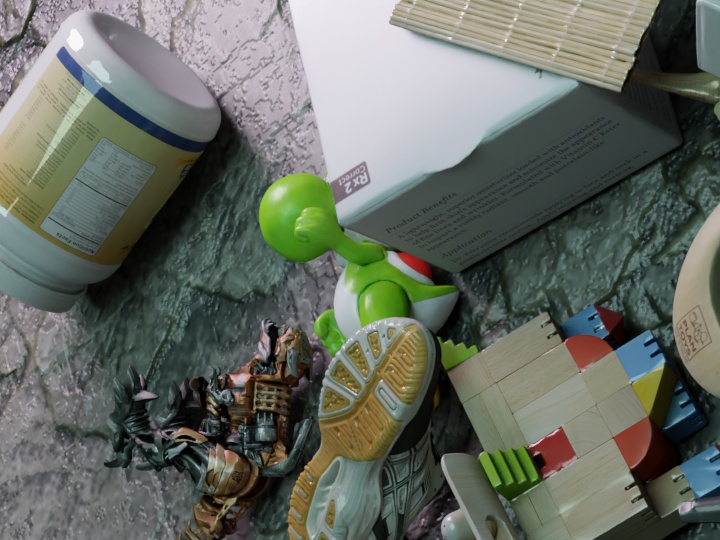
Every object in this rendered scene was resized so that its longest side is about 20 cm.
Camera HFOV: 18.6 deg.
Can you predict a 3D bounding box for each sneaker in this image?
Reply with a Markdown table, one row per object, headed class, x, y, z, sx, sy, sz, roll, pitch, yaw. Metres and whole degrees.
| class | x | y | z | sx | sy | sz | roll | pitch | yaw |
| --- | --- | --- | --- | --- | --- | --- | --- | --- | --- |
| sneaker | 0.019 | 0.109 | 1.425 | 0.076 | 0.087 | 0.201 | 54 | 135 | 38 |

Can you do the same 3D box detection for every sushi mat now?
| class | x | y | z | sx | sy | sz | roll | pitch | yaw |
| --- | --- | --- | --- | --- | --- | --- | --- | --- | --- |
| sushi mat | 0.104 | -0.175 | 1.350 | 0.199 | 0.012 | 0.096 | 22 | 90 | 42 |

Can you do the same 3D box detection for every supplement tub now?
| class | x | y | z | sx | sy | sz | roll | pitch | yaw |
| --- | --- | --- | --- | --- | --- | --- | --- | --- | --- |
| supplement tub | -0.215 | -0.082 | 1.680 | 0.200 | 0.144 | 0.145 | -52 | 50 | 15 |

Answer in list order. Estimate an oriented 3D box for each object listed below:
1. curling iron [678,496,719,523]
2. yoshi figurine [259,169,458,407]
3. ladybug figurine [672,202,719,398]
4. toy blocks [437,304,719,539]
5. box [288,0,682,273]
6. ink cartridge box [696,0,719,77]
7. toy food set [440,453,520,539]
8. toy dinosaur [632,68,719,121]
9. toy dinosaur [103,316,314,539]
| class | x | y | z | sx | sy | sz | roll | pitch | yaw |
| --- | --- | --- | --- | --- | --- | --- | --- | --- | --- |
| curling iron | 0.273 | 0.132 | 1.242 | 0.199 | 0.050 | 0.026 | -2 | 107 | 31 |
| yoshi figurine | -0.014 | 0.006 | 1.506 | 0.112 | 0.112 | 0.201 | -39 | 51 | 32 |
| ladybug figurine | 0.260 | 0.004 | 1.253 | 0.200 | 0.072 | 0.136 | -39 | 58 | 42 |
| toy blocks | 0.147 | 0.095 | 1.352 | 0.136 | 0.100 | 0.201 | -32 | 56 | 10 |
| box | 0.078 | -0.138 | 1.456 | 0.198 | 0.130 | 0.201 | -30 | 58 | 29 |
| ink cartridge box | 0.300 | -0.183 | 1.245 | 0.144 | 0.085 | 0.201 | 27 | 74 | 19 |
| toy food set | 0.061 | 0.228 | 1.344 | 0.201 | 0.060 | 0.144 | 106 | 146 | -46 |
| toy dinosaur | 0.235 | -0.107 | 1.325 | 0.199 | 0.058 | 0.101 | -6 | 44 | 4 |
| toy dinosaur | -0.107 | 0.126 | 1.558 | 0.135 | 0.102 | 0.201 | 23 | 69 | 26 |
